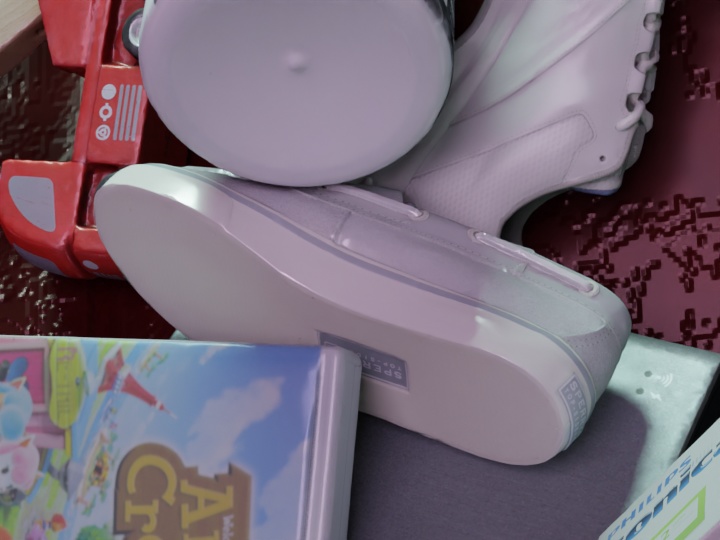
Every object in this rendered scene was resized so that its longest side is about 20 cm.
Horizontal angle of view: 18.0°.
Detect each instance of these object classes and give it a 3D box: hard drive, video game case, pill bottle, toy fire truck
[{"bbox_3d":[0.012,0.068,0.796,0.199,0.033,0.140,13,55,25],"label":"hard drive"},{"bbox_3d":[-0.094,0.122,0.766,0.181,0.022,0.201,1,79,23],"label":"video game case"},{"bbox_3d":[-0.018,-0.131,0.815,0.106,0.106,0.200,-15,40,16],"label":"pill bottle"},{"bbox_3d":[-0.130,-0.098,0.909,0.141,0.049,0.201,5,81,21],"label":"toy fire truck"}]

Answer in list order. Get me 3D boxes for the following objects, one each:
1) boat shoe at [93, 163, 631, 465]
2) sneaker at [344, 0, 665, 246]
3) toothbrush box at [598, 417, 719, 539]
[{"bbox_3d":[0.000,0.000,0.792,0.199,0.072,0.069,17,44,30],"label":"boat shoe"},{"bbox_3d":[0.078,-0.078,0.827,0.087,0.074,0.200,39,102,15],"label":"sneaker"},{"bbox_3d":[0.185,0.116,0.674,0.200,0.086,0.146,42,110,-4],"label":"toothbrush box"}]
